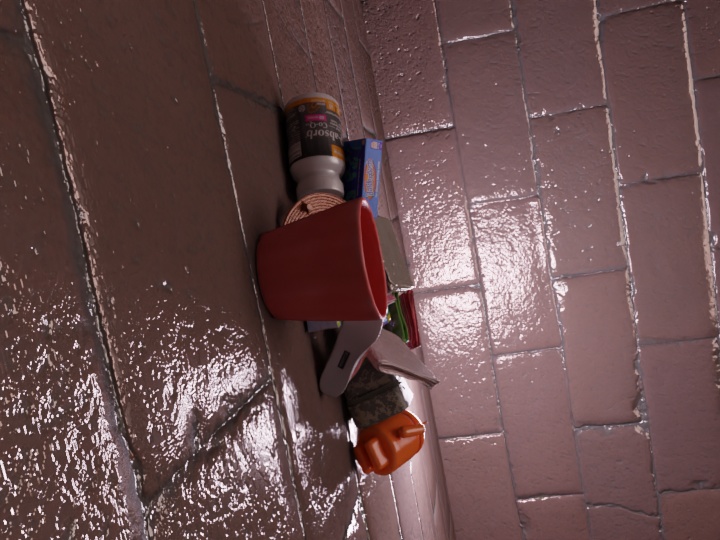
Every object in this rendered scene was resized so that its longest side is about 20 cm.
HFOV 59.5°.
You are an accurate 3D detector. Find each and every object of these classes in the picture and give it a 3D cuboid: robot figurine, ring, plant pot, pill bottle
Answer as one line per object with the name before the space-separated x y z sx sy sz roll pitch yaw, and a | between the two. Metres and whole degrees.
robot figurine | 0.072 0.389 1.438 0.199 0.116 0.146 -17 130 -51
ring | -0.059 -0.042 1.148 0.198 0.019 0.204 5 82 -39
plant pot | -0.061 -0.006 1.007 0.200 0.175 0.204 -9 90 -80
pill bottle | -0.088 -0.238 1.251 0.116 0.115 0.203 48 34 -72

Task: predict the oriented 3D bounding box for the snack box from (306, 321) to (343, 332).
snack box | -0.068 0.022 1.259 0.200 0.067 0.171 -19 99 -79

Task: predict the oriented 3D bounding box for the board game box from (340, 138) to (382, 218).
board game box | -0.031 -0.187 1.304 0.199 0.044 0.155 8 -85 58

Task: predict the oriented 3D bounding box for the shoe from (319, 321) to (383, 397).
shoe | -0.016 0.147 1.231 0.202 0.071 0.091 -62 178 6

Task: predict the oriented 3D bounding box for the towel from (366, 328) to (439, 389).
towel | 0.055 0.172 1.356 0.190 0.032 0.200 27 11 -38

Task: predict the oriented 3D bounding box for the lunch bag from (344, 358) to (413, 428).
lunch bag | 0.029 0.250 1.440 0.169 0.138 0.200 64 7 6

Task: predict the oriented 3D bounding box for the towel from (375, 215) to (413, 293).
towel | 0.061 -0.041 1.514 0.132 0.034 0.203 6 62 -61

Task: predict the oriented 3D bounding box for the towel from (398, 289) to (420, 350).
towel | 0.089 0.144 1.618 0.200 0.022 0.147 -35 -123 57

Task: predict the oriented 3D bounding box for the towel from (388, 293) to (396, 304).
towel | 0.000 0.000 1.459 0.201 0.030 0.146 52 16 12

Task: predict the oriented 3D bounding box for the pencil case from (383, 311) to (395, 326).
pencil case | 0.009 0.026 1.277 0.088 0.087 0.203 -66 144 -73

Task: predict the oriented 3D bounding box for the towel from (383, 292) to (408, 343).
towel | 0.056 0.146 1.575 0.200 0.030 0.151 -45 -127 51
